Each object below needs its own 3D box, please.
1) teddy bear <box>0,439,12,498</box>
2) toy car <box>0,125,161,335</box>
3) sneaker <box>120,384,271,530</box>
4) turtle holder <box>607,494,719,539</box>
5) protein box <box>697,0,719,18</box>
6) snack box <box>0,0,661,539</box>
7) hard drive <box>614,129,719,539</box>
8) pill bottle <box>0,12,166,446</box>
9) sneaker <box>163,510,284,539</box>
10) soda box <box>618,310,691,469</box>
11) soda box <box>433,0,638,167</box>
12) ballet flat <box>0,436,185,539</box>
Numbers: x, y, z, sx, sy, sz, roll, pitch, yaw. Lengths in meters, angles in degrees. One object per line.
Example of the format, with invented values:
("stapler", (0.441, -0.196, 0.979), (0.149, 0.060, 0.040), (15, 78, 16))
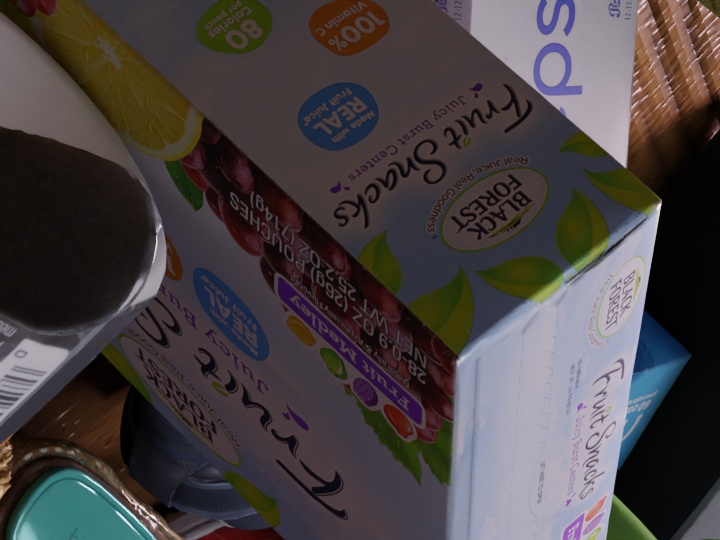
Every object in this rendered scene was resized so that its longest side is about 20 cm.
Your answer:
("teddy bear", (-0.169, 0.074, 0.723), (0.145, 0.067, 0.200), (-48, 149, -7))
("toy car", (-0.135, -0.031, 0.434), (0.164, 0.200, 0.158), (-43, 156, -8))
("sneaker", (-0.002, -0.001, 0.849), (0.202, 0.077, 0.146), (-40, 161, -26))
("turtle holder", (0.066, 0.136, 0.930), (0.132, 0.141, 0.186), (-39, 156, -11))
("protein box", (0.229, -0.141, 0.845), (0.200, 0.199, 0.135), (-41, 155, -10))
("snack box", (-0.023, -0.014, 0.639), (0.068, 0.200, 0.169), (-36, 154, -21))
("hard drive", (0.147, 0.038, 1.082), (0.042, 0.135, 0.200), (5, 129, -35))
("pill bottle", (-0.146, 0.029, 0.575), (0.200, 0.106, 0.106), (-42, 158, 18))
("sneaker", (-0.072, 0.162, 0.937), (0.200, 0.112, 0.071), (-32, 153, -28))
("soda box", (0.042, 0.054, 1.012), (0.200, 0.064, 0.068), (-13, 140, -51))
("soda box", (0.032, -0.036, 0.736), (0.068, 0.063, 0.200), (-6, 104, -40))
("ballet flat", (-0.073, 0.115, 0.858), (0.071, 0.065, 0.200), (-50, 130, -19))
